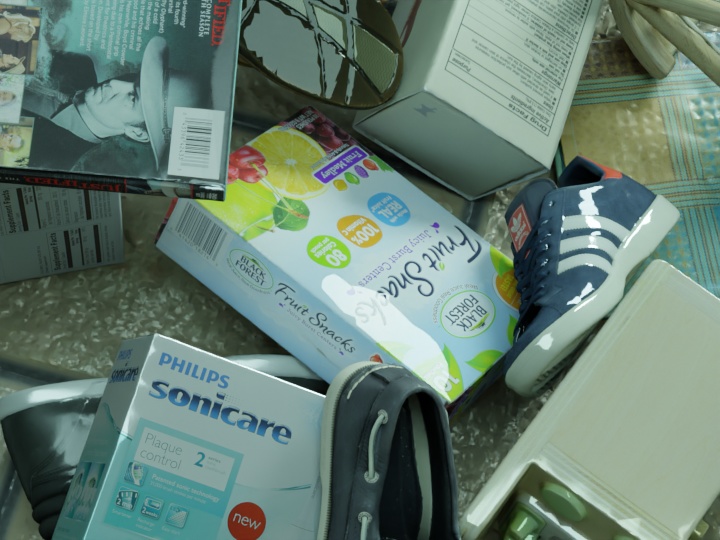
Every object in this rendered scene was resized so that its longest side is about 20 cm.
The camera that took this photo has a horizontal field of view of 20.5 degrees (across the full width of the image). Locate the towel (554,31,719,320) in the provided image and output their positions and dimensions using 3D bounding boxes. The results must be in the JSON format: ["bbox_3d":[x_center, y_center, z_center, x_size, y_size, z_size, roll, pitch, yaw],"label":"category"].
[{"bbox_3d":[0.196,-0.061,1.266,0.147,0.022,0.200,-3,65,-8],"label":"towel"}]

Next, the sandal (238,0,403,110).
[{"bbox_3d":[-0.069,-0.150,1.192,0.200,0.055,0.082,15,79,3],"label":"sandal"}]

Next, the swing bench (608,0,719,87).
[{"bbox_3d":[0.280,-0.196,1.265,0.200,0.130,0.199,33,61,12],"label":"swing bench"}]

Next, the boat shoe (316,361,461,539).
[{"bbox_3d":[0.018,0.148,1.027,0.073,0.063,0.200,-4,93,-31],"label":"boat shoe"}]

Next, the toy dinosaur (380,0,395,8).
[{"bbox_3d":[-0.074,-0.215,1.274,0.200,0.102,0.136,11,80,-12],"label":"toy dinosaur"}]

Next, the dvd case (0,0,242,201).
[{"bbox_3d":[-0.164,-0.111,1.035,0.200,0.022,0.146,4,67,-3],"label":"dvd case"}]

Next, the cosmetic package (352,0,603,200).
[{"bbox_3d":[0.083,-0.158,1.246,0.103,0.087,0.200,32,63,-22],"label":"cosmetic package"}]

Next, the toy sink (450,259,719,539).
[{"bbox_3d":[0.144,0.118,1.121,0.112,0.130,0.200,36,67,9],"label":"toy sink"}]

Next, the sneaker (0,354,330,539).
[{"bbox_3d":[-0.102,0.107,1.143,0.200,0.071,0.099,-9,76,-10],"label":"sneaker"}]

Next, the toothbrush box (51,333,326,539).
[{"bbox_3d":[-0.085,0.151,1.065,0.146,0.085,0.200,23,78,-16],"label":"toothbrush box"}]

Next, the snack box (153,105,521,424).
[{"bbox_3d":[0.000,0.000,1.172,0.200,0.053,0.142,39,41,12],"label":"snack box"}]

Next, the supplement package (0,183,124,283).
[{"bbox_3d":[-0.205,-0.104,1.149,0.111,0.200,0.156,-10,68,-10],"label":"supplement package"}]

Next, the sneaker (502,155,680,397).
[{"bbox_3d":[0.110,-0.002,1.150,0.085,0.075,0.200,38,37,5],"label":"sneaker"}]
